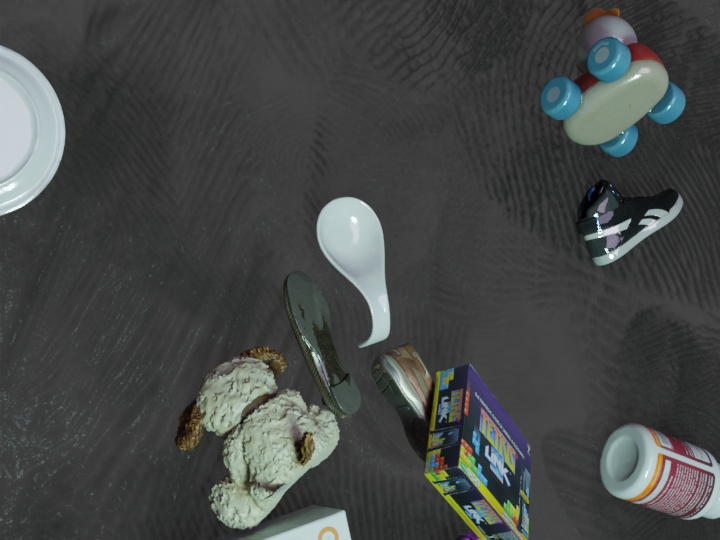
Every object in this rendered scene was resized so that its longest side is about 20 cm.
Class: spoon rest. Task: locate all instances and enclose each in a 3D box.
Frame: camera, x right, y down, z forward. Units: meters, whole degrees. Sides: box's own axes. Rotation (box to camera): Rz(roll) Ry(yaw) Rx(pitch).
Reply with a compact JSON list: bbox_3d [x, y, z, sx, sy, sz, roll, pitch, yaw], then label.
[{"bbox_3d":[0.000,0.000,1.391,0.098,0.060,0.203,-18,93,-29],"label":"spoon rest"}]

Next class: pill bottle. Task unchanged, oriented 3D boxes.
[{"bbox_3d":[0.470,0.312,1.578,0.198,0.113,0.115,22,74,-24],"label":"pill bottle"}]

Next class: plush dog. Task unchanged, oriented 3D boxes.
[{"bbox_3d":[-0.129,0.185,1.265,0.172,0.161,0.200,44,62,12],"label":"plush dog"}]

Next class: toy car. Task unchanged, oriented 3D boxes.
[{"bbox_3d":[0.371,-0.314,1.603,0.183,0.176,0.202,22,44,-37],"label":"toy car"}]

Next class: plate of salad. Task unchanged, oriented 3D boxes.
[{"bbox_3d":[-0.438,-0.159,1.181,0.197,0.048,0.204,1,85,-18],"label":"plate of salad"}]

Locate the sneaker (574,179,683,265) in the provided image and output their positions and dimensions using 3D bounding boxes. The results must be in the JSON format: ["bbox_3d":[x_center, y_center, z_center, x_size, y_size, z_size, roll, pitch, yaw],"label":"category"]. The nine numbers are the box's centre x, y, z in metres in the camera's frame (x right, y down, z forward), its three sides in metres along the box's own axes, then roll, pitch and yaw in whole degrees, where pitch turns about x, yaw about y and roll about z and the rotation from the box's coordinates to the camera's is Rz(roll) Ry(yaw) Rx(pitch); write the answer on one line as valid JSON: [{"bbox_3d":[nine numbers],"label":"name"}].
[{"bbox_3d":[0.419,-0.105,1.622,0.199,0.073,0.113,-35,102,-26],"label":"sneaker"}]

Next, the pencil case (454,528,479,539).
[{"bbox_3d":[0.087,0.429,1.372,0.198,0.085,0.094,-25,110,-29],"label":"pencil case"}]

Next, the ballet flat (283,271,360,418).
[{"bbox_3d":[-0.058,0.099,1.360,0.067,0.046,0.203,-26,93,-43],"label":"ballet flat"}]

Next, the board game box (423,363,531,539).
[{"bbox_3d":[0.162,0.253,1.382,0.201,0.056,0.167,51,35,-34],"label":"board game box"}]

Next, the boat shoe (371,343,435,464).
[{"bbox_3d":[0.093,0.190,1.412,0.071,0.075,0.202,-34,102,-29],"label":"boat shoe"}]

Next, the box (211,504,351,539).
[{"bbox_3d":[-0.109,0.378,1.264,0.197,0.097,0.127,-12,89,-28],"label":"box"}]
